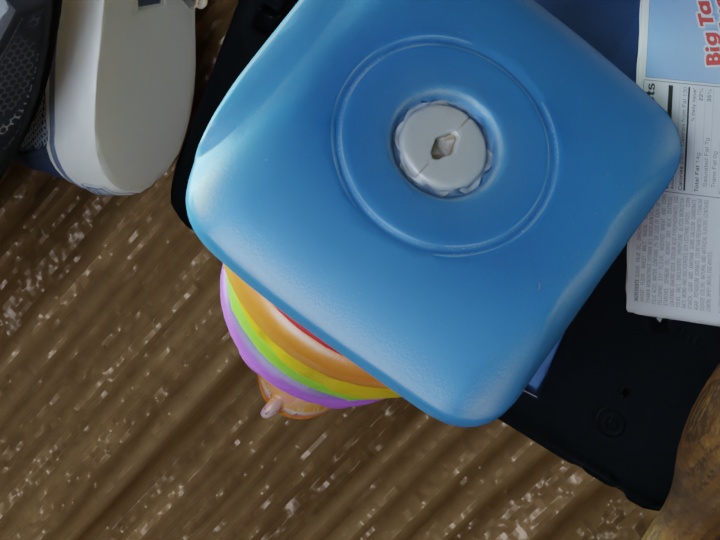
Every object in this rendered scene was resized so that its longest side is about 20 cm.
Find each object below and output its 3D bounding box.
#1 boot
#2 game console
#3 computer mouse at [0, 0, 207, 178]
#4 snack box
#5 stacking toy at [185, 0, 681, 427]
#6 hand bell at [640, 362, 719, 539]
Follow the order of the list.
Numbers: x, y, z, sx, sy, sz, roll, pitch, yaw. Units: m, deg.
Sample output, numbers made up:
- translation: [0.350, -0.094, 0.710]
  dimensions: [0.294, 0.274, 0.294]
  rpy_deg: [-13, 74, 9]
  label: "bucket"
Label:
- translation: [-0.097, -0.129, 0.925]
  dimensions: [0.090, 0.073, 0.201]
  rpy_deg: [15, 102, 32]
  label: "boot"
- translation: [0.048, -0.045, 0.892]
  dimensions: [0.200, 0.031, 0.178]
  rpy_deg: [32, 111, 18]
  label: "game console"
- translation: [-0.126, -0.068, 0.898]
  dimensions: [0.139, 0.053, 0.200]
  rpy_deg: [47, 115, 24]
  label: "computer mouse"
- translation: [0.111, -0.084, 0.785]
  dimensions: [0.072, 0.024, 0.201]
  rpy_deg: [8, 100, 36]
  label: "snack box"
- translation: [0.000, 0.000, 0.843]
  dimensions: [0.110, 0.116, 0.200]
  rpy_deg: [37, 157, 2]
  label: "stacking toy"
- translation: [0.086, 0.083, 0.821]
  dimensions: [0.104, 0.104, 0.201]
  rpy_deg: [36, 132, 16]
  label: "hand bell"
